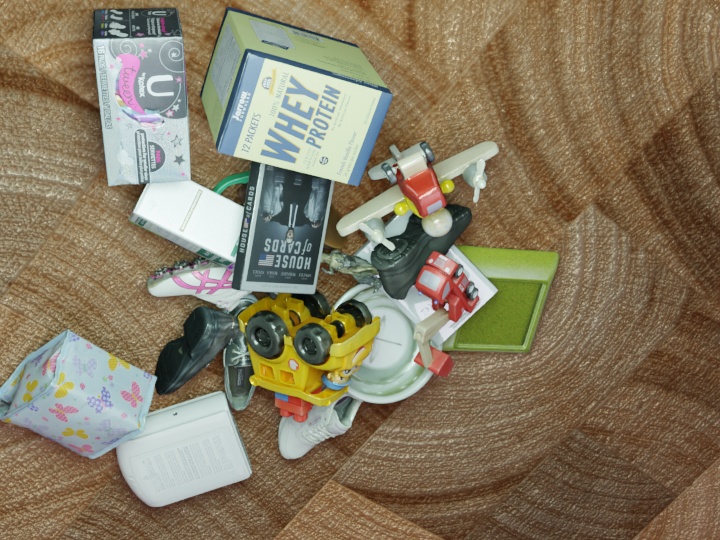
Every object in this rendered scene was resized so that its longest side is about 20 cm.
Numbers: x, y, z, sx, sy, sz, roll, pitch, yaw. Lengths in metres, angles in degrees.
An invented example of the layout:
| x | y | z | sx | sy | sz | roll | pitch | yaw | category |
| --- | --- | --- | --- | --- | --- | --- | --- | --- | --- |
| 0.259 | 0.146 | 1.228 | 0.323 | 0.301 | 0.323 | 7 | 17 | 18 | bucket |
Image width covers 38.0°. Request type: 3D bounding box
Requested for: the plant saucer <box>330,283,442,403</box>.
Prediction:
| x | y | z | sx | sy | sz | roll | pitch | yaw | category |
| --- | --- | --- | --- | --- | --- | --- | --- | --- | --- |
| 0.032 | 0.111 | 1.684 | 0.199 | 0.050 | 0.201 | -1 | 94 | -14 | plant saucer |

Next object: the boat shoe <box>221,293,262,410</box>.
| x | y | z | sx | sy | sz | roll | pitch | yaw | category |
| --- | --- | --- | --- | --- | --- | --- | --- | --- | --- |
| -0.181 | 0.130 | 1.646 | 0.072 | 0.071 | 0.201 | -5 | 120 | -13 | boat shoe |

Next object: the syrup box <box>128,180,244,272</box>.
| x | y | z | sx | sy | sz | roll | pitch | yaw | category |
| --- | --- | --- | --- | --- | --- | --- | --- | --- | --- |
| -0.218 | -0.065 | 1.479 | 0.200 | 0.079 | 0.082 | 28 | 78 | -14 | syrup box |

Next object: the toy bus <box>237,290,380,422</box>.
| x | y | z | sx | sy | sz | roll | pitch | yaw | category |
| --- | --- | --- | --- | --- | --- | --- | --- | --- | --- |
| -0.074 | 0.141 | 1.581 | 0.136 | 0.199 | 0.193 | -27 | 121 | -51 | toy bus |

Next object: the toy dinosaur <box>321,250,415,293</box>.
| x | y | z | sx | sy | sz | roll | pitch | yaw | category |
| --- | --- | --- | --- | --- | --- | --- | --- | --- | --- |
| 0.000 | 0.000 | 1.578 | 0.199 | 0.088 | 0.048 | 14 | 97 | 1 | toy dinosaur |

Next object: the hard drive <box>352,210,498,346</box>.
| x | y | z | sx | sy | sz | roll | pitch | yaw | category |
| --- | --- | --- | --- | --- | --- | --- | --- | --- | --- |
| 0.100 | 0.006 | 1.641 | 0.132 | 0.025 | 0.200 | -44 | 103 | 9 | hard drive |

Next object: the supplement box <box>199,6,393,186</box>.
| x | y | z | sx | sy | sz | roll | pitch | yaw | category |
| --- | --- | --- | --- | --- | --- | --- | --- | --- | --- |
| -0.091 | -0.232 | 1.383 | 0.199 | 0.200 | 0.135 | 12 | 116 | -21 | supplement box |

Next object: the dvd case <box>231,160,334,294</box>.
| x | y | z | sx | sy | sz | roll | pitch | yaw | category |
| --- | --- | --- | --- | --- | --- | --- | --- | --- | --- |
| -0.104 | -0.068 | 1.456 | 0.150 | 0.025 | 0.201 | 4 | 97 | -49 | dvd case |

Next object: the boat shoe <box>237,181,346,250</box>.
| x | y | z | sx | sy | sz | roll | pitch | yaw | category |
| --- | --- | --- | --- | --- | --- | --- | --- | --- | --- |
| -0.098 | -0.085 | 1.541 | 0.070 | 0.071 | 0.200 | -14 | 147 | 32 | boat shoe |

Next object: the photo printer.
| x | y | z | sx | sy | sz | roll | pitch | yaw | category |
| --- | --- | --- | --- | --- | --- | --- | --- | --- | --- |
| -0.294 | 0.298 | 1.713 | 0.199 | 0.070 | 0.167 | -18 | 123 | -4 | photo printer |

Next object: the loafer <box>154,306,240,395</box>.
| x | y | z | sx | sy | sz | roll | pitch | yaw | category |
| --- | --- | --- | --- | --- | --- | --- | --- | --- | --- |
| -0.255 | 0.132 | 1.614 | 0.072 | 0.073 | 0.200 | 9 | 140 | -37 | loafer |

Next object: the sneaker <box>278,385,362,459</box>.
| x | y | z | sx | sy | sz | roll | pitch | yaw | category |
| --- | --- | --- | --- | --- | --- | --- | --- | --- | --- |
| -0.068 | 0.247 | 1.731 | 0.075 | 0.100 | 0.200 | 29 | 110 | -30 | sneaker |

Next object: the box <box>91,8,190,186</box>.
| x | y | z | sx | sy | sz | roll | pitch | yaw | category |
| --- | --- | --- | --- | --- | --- | --- | --- | --- | --- |
| -0.284 | -0.228 | 1.371 | 0.114 | 0.132 | 0.201 | -5 | 121 | -11 | box |

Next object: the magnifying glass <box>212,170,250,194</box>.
| x | y | z | sx | sy | sz | roll | pitch | yaw | category |
| --- | --- | --- | --- | --- | --- | --- | --- | --- | --- |
| -0.135 | -0.135 | 1.534 | 0.200 | 0.022 | 0.080 | -37 | 124 | 5 | magnifying glass |

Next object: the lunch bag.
| x | y | z | sx | sy | sz | roll | pitch | yaw | category |
| --- | --- | --- | --- | --- | --- | --- | --- | --- | --- |
| -0.437 | 0.195 | 1.580 | 0.169 | 0.127 | 0.200 | 33 | 132 | -30 | lunch bag |

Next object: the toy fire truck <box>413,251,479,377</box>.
| x | y | z | sx | sy | sz | roll | pitch | yaw | category |
| --- | --- | --- | --- | --- | --- | --- | --- | --- | --- |
| 0.118 | 0.069 | 1.572 | 0.141 | 0.049 | 0.200 | -57 | 151 | -9 | toy fire truck |

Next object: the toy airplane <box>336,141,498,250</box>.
| x | y | z | sx | sy | sz | roll | pitch | yaw | category |
| --- | --- | --- | --- | --- | --- | --- | --- | --- | --- |
| 0.084 | -0.113 | 1.508 | 0.200 | 0.199 | 0.141 | -18 | 106 | 44 | toy airplane |

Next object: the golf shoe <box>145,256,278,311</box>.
| x | y | z | sx | sy | sz | roll | pitch | yaw | category |
| --- | --- | --- | --- | --- | --- | --- | --- | --- | --- |
| -0.217 | 0.021 | 1.559 | 0.199 | 0.073 | 0.092 | -10 | 100 | -9 | golf shoe |

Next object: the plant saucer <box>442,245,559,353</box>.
| x | y | z | sx | sy | sz | roll | pitch | yaw | category |
| --- | --- | --- | --- | --- | --- | --- | --- | --- | --- |
| 0.225 | 0.062 | 1.734 | 0.199 | 0.048 | 0.201 | 3 | 118 | -17 | plant saucer |

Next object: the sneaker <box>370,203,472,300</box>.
| x | y | z | sx | sy | sz | roll | pitch | yaw | category |
| --- | --- | --- | --- | --- | --- | --- | --- | --- | --- |
| 0.095 | -0.032 | 1.569 | 0.200 | 0.076 | 0.091 | -36 | 128 | -28 | sneaker |
